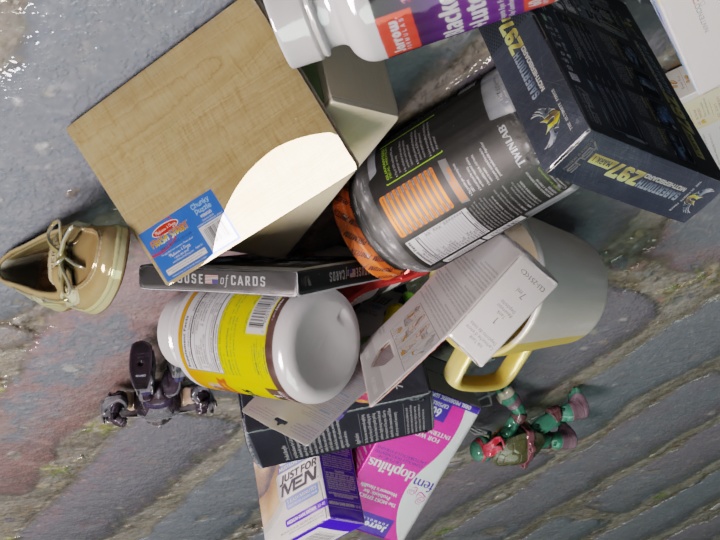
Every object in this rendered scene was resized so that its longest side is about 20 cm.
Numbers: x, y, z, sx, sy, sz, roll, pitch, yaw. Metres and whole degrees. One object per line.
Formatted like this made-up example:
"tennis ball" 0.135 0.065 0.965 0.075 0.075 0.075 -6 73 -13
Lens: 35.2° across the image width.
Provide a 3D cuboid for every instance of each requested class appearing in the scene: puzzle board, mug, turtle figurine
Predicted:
"puzzle board" -0.117 -0.096 0.876 0.199 0.151 0.017 -29 -173 26
"mug" 0.162 0.023 1.167 0.152 0.151 0.186 5 150 -43
"turtle figurine" 0.208 0.218 1.536 0.198 0.101 0.150 -6 149 -23

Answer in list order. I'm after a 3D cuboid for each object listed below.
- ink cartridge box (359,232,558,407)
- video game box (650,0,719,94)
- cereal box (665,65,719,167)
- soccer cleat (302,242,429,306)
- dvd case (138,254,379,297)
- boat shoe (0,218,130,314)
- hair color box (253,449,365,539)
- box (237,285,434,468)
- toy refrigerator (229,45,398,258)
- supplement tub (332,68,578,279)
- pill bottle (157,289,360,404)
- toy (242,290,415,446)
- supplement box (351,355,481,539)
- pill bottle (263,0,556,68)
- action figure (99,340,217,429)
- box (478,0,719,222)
"ink cartridge box" 0.077 0.043 0.988 0.045 0.200 0.176 43 95 -9
"video game box" 0.173 -0.234 0.703 0.047 0.183 0.200 -24 148 18
"cereal box" 0.327 -0.144 1.046 0.199 0.040 0.144 -23 148 16
"soccer cleat" 0.000 0.000 1.128 0.199 0.069 0.085 -21 178 27
"dvd case" -0.078 0.002 1.003 0.149 0.025 0.200 2 -175 22
"boat shoe" -0.255 -0.001 0.971 0.062 0.074 0.199 17 160 -31
"hair color box" -0.068 0.215 1.313 0.065 0.201 0.109 21 135 -41
"box" -0.033 0.106 1.206 0.198 0.149 0.105 -11 150 -1
"toy refrigerator" -0.054 -0.099 0.936 0.069 0.076 0.200 8 143 -32
"supplement tub" 0.081 -0.079 0.975 0.199 0.123 0.122 -29 146 26
"pill bottle" -0.104 0.064 1.088 0.199 0.110 0.109 3 165 42
"toy" -0.006 0.100 1.109 0.200 0.115 0.047 -44 122 -22
"supplement box" 0.042 0.203 1.336 0.101 0.104 0.201 21 108 -21
"pill bottle" 0.034 -0.207 0.760 0.198 0.112 0.112 -18 149 7
"action figure" -0.224 0.134 1.254 0.129 0.070 0.200 -14 154 -17
"box" 0.169 -0.139 0.836 0.157 0.201 0.051 12 137 -37
